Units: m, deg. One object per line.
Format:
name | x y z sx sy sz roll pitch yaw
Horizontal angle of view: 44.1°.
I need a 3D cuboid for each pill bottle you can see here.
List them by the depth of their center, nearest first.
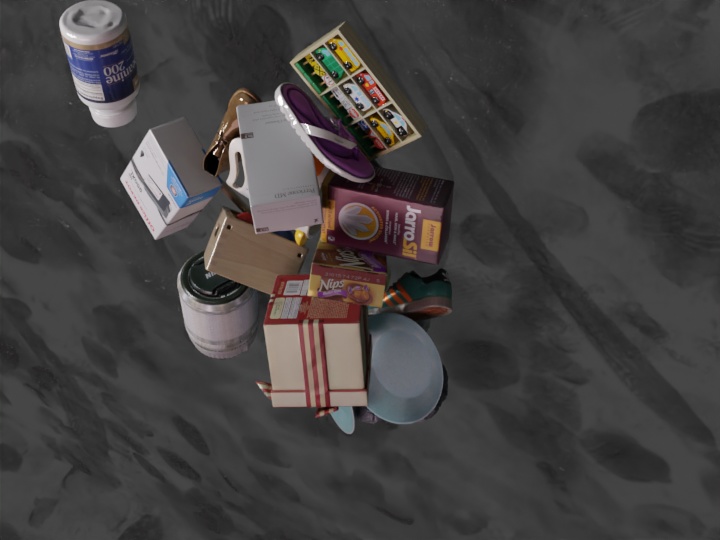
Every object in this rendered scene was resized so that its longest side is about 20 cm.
pill bottle | -0.441 -0.350 1.527 0.110 0.111 0.201 22 143 16

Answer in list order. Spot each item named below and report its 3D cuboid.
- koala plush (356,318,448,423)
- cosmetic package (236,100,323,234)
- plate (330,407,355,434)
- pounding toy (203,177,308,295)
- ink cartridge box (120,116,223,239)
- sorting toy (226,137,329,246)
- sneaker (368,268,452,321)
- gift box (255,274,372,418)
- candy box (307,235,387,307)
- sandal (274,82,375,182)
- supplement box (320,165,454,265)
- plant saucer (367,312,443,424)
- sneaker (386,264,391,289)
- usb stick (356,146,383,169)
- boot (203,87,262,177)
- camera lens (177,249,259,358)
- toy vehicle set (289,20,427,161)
koala plush | 0.073 0.161 1.687 0.176 0.183 0.202 -9 105 33
cosmetic package | -0.127 -0.165 1.386 0.111 0.202 0.082 -11 149 -5
plate | -0.048 0.213 1.690 0.201 0.025 0.202 53 154 40
pounding toy | -0.200 -0.061 1.615 0.182 0.144 0.200 22 -174 -14
ink cartridge box | -0.355 -0.167 1.655 0.146 0.084 0.200 59 144 4
sorting toy | -0.147 -0.147 1.520 0.178 0.107 0.201 26 143 8
sneaker | 0.081 0.047 1.586 0.198 0.081 0.071 -11 154 36
gift box | -0.078 0.121 1.493 0.197 0.185 0.189 0 120 10
candy box | -0.018 -0.002 1.397 0.115 0.200 0.057 9 103 0
sandal | -0.052 -0.214 1.355 0.203 0.083 0.050 44 132 -1
supplement box | 0.042 -0.093 1.408 0.197 0.086 0.111 12 127 12
plant saucer | 0.068 0.170 1.579 0.199 0.039 0.204 8 105 33
sneaker | 0.000 0.000 1.577 0.075 0.105 0.201 17 140 23
usb stick | 0.050 -0.120 1.461 0.200 0.033 0.055 46 137 -14
boot | -0.218 -0.228 1.519 0.073 0.076 0.200 38 142 1
camera lens | -0.291 0.066 1.840 0.158 0.161 0.201 23 143 15
toy vehicle set | -0.003 -0.266 1.342 0.200 0.027 0.124 49 142 -18
